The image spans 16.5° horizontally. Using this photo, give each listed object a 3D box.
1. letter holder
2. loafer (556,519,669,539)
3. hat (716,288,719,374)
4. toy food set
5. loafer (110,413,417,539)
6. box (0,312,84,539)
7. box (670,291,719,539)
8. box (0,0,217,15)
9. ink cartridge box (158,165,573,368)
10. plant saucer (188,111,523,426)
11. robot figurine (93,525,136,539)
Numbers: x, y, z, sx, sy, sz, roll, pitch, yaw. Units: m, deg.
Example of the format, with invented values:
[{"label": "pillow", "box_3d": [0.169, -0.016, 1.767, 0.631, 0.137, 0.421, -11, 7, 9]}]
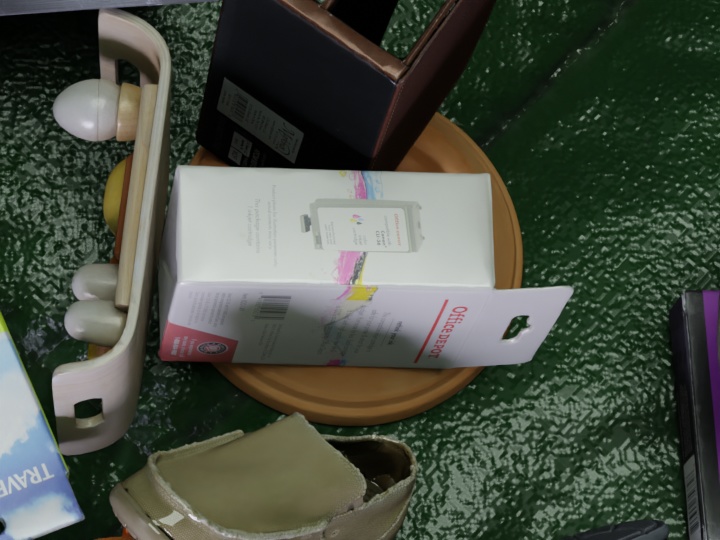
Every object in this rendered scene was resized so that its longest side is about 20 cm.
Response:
[{"label": "letter holder", "box_3d": [0.002, -0.130, 1.281, 0.100, 0.200, 0.142, 35, 68, 6]}, {"label": "loafer", "box_3d": [0.073, 0.187, 1.291, 0.200, 0.072, 0.063, -19, 93, -9]}, {"label": "hat", "box_3d": [0.262, 0.044, 1.308, 0.200, 0.081, 0.201, 6, 68, -16]}, {"label": "toy food set", "box_3d": [-0.136, -0.017, 1.286, 0.060, 0.144, 0.200, 7, 69, -2]}, {"label": "loafer", "box_3d": [-0.044, 0.107, 1.231, 0.076, 0.200, 0.068, 41, 110, 28]}, {"label": "box", "box_3d": [-0.231, 0.062, 1.255, 0.122, 0.048, 0.200, -21, 75, -15]}, {"label": "box", "box_3d": [0.274, 0.085, 1.363, 0.199, 0.036, 0.143, 1, 70, -7]}, {"label": "box", "box_3d": [-0.166, -0.178, 1.320, 0.158, 0.200, 0.048, -6, 108, -10]}, {"label": "ink cartridge box", "box_3d": [0.000, 0.000, 1.276, 0.199, 0.117, 0.068, 2, 68, -9]}, {"label": "plant saucer", "box_3d": [-0.006, -0.015, 1.363, 0.200, 0.037, 0.201, 3, 70, -8]}, {"label": "robot figurine", "box_3d": [-0.124, 0.217, 1.214, 0.144, 0.117, 0.200, 18, 65, 13]}]
